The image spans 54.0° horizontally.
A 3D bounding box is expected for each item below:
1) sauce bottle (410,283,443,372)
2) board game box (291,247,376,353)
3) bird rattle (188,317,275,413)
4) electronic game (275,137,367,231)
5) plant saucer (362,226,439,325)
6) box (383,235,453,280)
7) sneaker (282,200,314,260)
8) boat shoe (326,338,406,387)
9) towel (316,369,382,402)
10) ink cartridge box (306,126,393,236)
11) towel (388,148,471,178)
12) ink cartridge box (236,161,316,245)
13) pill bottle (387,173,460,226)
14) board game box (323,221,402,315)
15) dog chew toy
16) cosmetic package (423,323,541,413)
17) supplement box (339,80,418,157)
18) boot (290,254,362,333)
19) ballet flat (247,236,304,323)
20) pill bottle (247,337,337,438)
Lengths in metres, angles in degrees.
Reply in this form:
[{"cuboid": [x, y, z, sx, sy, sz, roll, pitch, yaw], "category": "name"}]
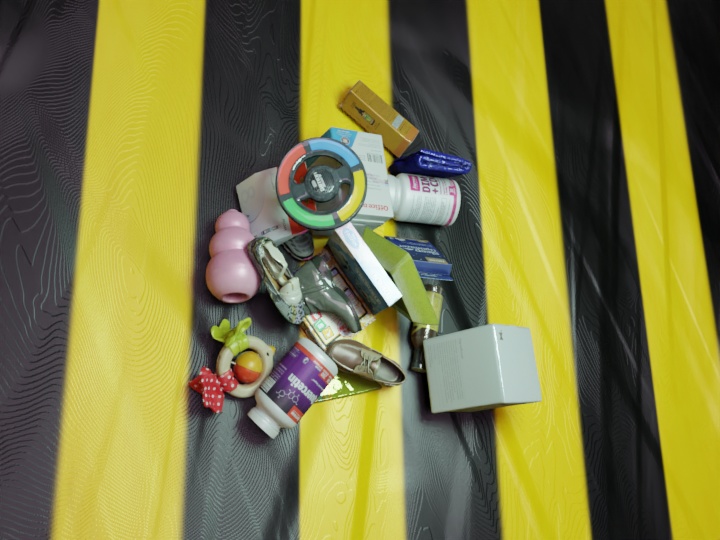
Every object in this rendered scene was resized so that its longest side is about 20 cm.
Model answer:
[{"cuboid": [0.153, 0.135, 1.664, 0.063, 0.065, 0.205, 16, 69, -14], "category": "sauce bottle"}, {"cuboid": [-0.080, 0.075, 1.608, 0.150, 0.046, 0.202, -35, 89, -24], "category": "board game box"}, {"cuboid": [-0.257, 0.204, 1.486, 0.160, 0.112, 0.205, 22, 71, -30], "category": "bird rattle"}, {"cuboid": [-0.082, -0.183, 1.483, 0.194, 0.042, 0.206, 1, 78, -4], "category": "electronic game"}, {"cuboid": [0.075, 0.023, 1.562, 0.047, 0.199, 0.203, -34, 123, -13], "category": "plant saucer"}, {"cuboid": [0.134, -0.031, 1.642, 0.118, 0.201, 0.033, 6, 111, -18], "category": "box"}, {"cuboid": [-0.155, -0.123, 1.614, 0.072, 0.087, 0.205, -18, 82, -22], "category": "sneaker"}, {"cuboid": [0.019, 0.204, 1.563, 0.196, 0.071, 0.078, 21, 81, -21], "category": "boat shoe"}, {"cuboid": [-0.048, 0.242, 1.589, 0.195, 0.018, 0.088, -7, 79, -21], "category": "towel"}, {"cuboid": [-0.031, -0.197, 1.628, 0.144, 0.145, 0.206, 2, 72, -34], "category": "ink cartridge box"}, {"cuboid": [0.166, -0.255, 1.704, 0.144, 0.199, 0.051, 3, 92, -18], "category": "towel"}, {"cuboid": [-0.186, -0.147, 1.553, 0.047, 0.198, 0.164, -2, 73, -47], "category": "ink cartridge box"}, {"cuboid": [0.134, -0.174, 1.716, 0.195, 0.113, 0.117, 4, 74, -18], "category": "pill bottle"}, {"cuboid": [0.000, 0.000, 1.573, 0.043, 0.199, 0.202, -35, 88, -14], "category": "board game box"}, {"cuboid": [-0.276, -0.036, 1.535, 0.121, 0.125, 0.205, 2, 66, -19], "category": "dog chew toy"}, {"cuboid": [0.270, 0.223, 1.579, 0.165, 0.197, 0.171, 9, 69, -46], "category": "cosmetic package"}, {"cuboid": [0.047, -0.378, 1.761, 0.199, 0.067, 0.069, 39, 49, -7], "category": "supplement box"}, {"cuboid": [-0.095, 0.079, 1.552, 0.129, 0.068, 0.202, -35, 89, -12], "category": "boot"}, {"cuboid": [-0.167, 0.017, 1.476, 0.071, 0.072, 0.203, -32, 93, -24], "category": "ballet flat"}, {"cuboid": [-0.145, 0.250, 1.490, 0.112, 0.112, 0.201, 41, 78, -4], "category": "pill bottle"}]
